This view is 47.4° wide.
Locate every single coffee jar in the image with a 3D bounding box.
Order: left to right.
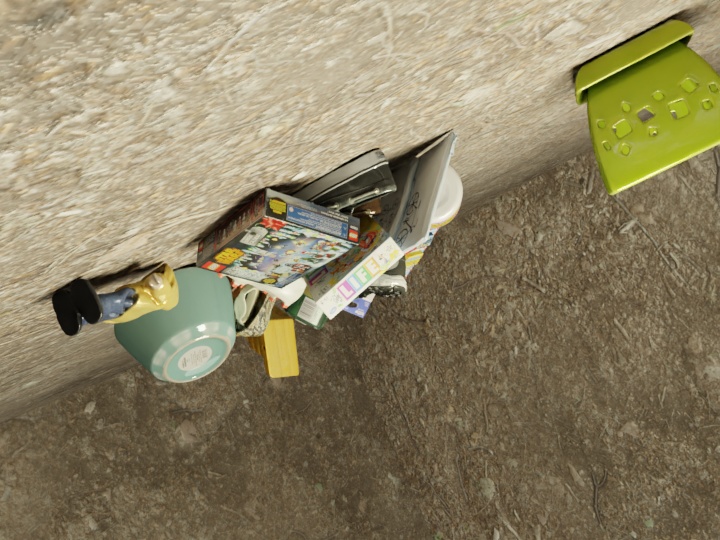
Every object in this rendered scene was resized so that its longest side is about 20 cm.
[{"bbox_3d":[-0.065,0.004,1.535,0.202,0.084,0.104,-63,180,1],"label":"coffee jar"}]

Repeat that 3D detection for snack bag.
[{"bbox_3d":[0.064,-0.094,1.210,0.199,0.021,0.191,-28,-140,58],"label":"snack bag"}]

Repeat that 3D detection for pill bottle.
[{"bbox_3d":[0.122,-0.128,1.398,0.103,0.106,0.200,-25,178,6],"label":"pill bottle"}]

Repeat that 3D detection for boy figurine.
[{"bbox_3d":[-0.295,0.031,1.062,0.123,0.065,0.199,-27,178,26],"label":"boy figurine"}]

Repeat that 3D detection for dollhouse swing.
[{"bbox_3d":[-0.246,0.126,1.546,0.174,0.184,0.199,-25,-143,-32],"label":"dollhouse swing"}]

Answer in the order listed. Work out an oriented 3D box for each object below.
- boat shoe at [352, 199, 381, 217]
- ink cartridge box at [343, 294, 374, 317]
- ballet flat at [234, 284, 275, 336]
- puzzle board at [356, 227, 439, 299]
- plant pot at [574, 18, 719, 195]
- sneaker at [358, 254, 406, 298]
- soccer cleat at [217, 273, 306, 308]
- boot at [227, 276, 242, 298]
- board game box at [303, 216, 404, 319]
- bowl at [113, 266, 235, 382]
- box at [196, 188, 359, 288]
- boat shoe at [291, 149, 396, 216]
[{"bbox_3d":[-0.061,-0.067,1.182,0.200,0.076,0.075,-26,177,21],"label":"boat shoe"},{"bbox_3d":[0.009,-0.022,1.488,0.119,0.042,0.202,24,91,-55],"label":"ink cartridge box"},{"bbox_3d":[-0.165,0.026,1.344,0.075,0.068,0.202,-7,126,-50],"label":"ballet flat"},{"bbox_3d":[0.046,-0.008,1.450,0.198,0.017,0.152,-15,145,-45],"label":"puzzle board"},{"bbox_3d":[0.414,-0.233,1.176,0.198,0.184,0.199,-25,177,17],"label":"plant pot"},{"bbox_3d":[0.000,0.000,1.324,0.198,0.081,0.073,-2,164,43],"label":"sneaker"},{"bbox_3d":[-0.155,-0.007,1.249,0.199,0.069,0.078,28,100,-49],"label":"soccer cleat"},{"bbox_3d":[-0.224,0.023,1.419,0.154,0.078,0.199,-25,180,29],"label":"boot"},{"bbox_3d":[-0.021,-0.017,1.178,0.134,0.034,0.200,-42,-160,1],"label":"board game box"},{"bbox_3d":[-0.276,0.100,1.297,0.199,0.106,0.202,-26,149,-17],"label":"bowl"},{"bbox_3d":[-0.111,-0.035,1.060,0.135,0.041,0.199,16,154,-30],"label":"box"},{"bbox_3d":[-0.038,-0.086,1.092,0.198,0.069,0.073,-26,177,24],"label":"boat shoe"}]
